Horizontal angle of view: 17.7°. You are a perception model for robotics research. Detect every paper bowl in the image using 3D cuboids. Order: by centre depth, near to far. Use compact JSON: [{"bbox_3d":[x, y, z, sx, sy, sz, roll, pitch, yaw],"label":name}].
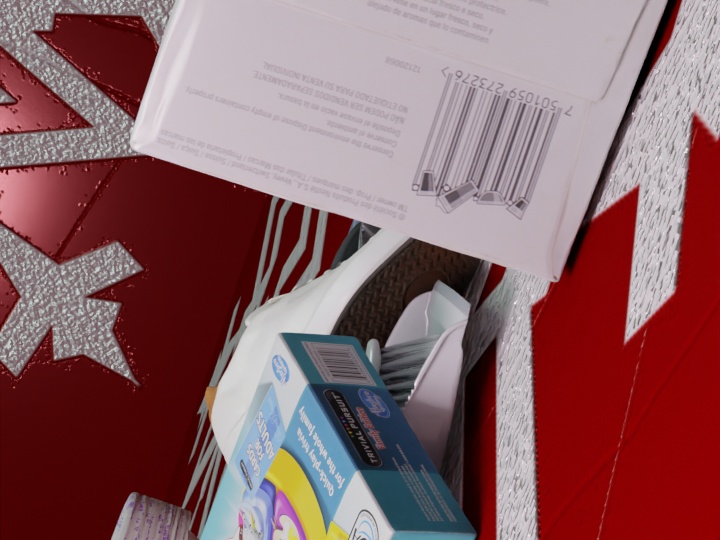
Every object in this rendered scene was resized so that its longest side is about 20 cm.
[{"bbox_3d":[-0.201,0.317,2.177,0.201,0.104,0.201,-162,90,-84],"label":"paper bowl"}]

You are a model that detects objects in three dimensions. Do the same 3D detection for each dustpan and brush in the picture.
[{"bbox_3d":[0.005,0.105,1.168,0.140,0.057,0.201,-136,54,-82],"label":"dustpan and brush"}]

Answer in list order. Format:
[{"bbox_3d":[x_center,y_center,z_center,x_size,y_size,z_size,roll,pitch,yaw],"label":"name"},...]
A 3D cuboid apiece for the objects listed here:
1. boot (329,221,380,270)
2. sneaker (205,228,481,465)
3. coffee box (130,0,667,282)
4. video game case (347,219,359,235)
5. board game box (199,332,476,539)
[{"bbox_3d":[0.023,-0.015,1.402,0.200,0.065,0.165,-122,52,-88],"label":"boot"},{"bbox_3d":[-0.017,0.021,1.268,0.200,0.073,0.085,-47,44,11],"label":"sneaker"},{"bbox_3d":[0.025,-0.138,1.063,0.198,0.199,0.200,-92,21,-74],"label":"coffee box"},{"bbox_3d":[0.000,0.000,1.711,0.182,0.023,0.200,-91,20,-72],"label":"video game case"},{"bbox_3d":[-0.027,0.155,1.109,0.151,0.047,0.200,57,134,49],"label":"board game box"}]
